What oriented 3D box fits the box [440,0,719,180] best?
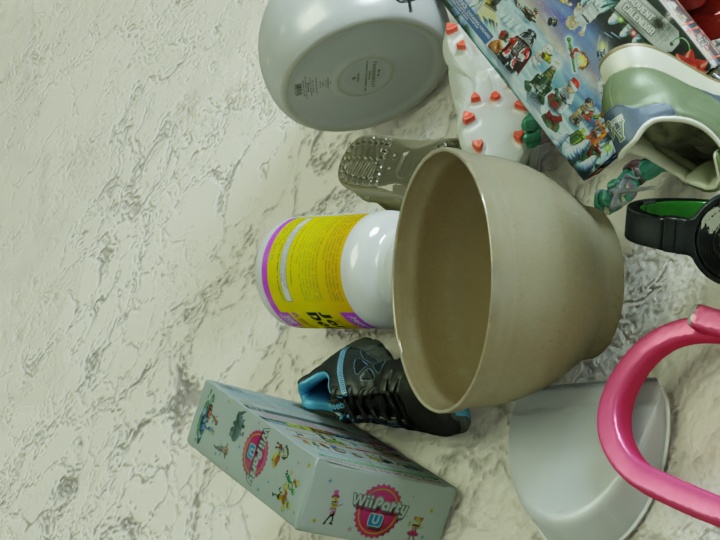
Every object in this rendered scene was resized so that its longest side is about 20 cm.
[{"bbox_3d":[0.159,-0.188,1.494,0.137,0.040,0.200,-42,82,28],"label":"box"}]

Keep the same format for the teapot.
[{"bbox_3d":[-0.013,-0.235,1.867,0.200,0.196,0.147,-40,52,30],"label":"teapot"}]

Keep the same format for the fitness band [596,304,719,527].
[{"bbox_3d":[0.257,0.105,1.406,0.199,0.037,0.145,21,81,42],"label":"fitness band"}]

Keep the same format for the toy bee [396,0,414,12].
[{"bbox_3d":[0.116,-0.262,1.785,0.108,0.132,0.201,14,46,18],"label":"toy bee"}]

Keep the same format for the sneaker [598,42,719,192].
[{"bbox_3d":[0.259,-0.089,1.418,0.067,0.198,0.091,126,156,-51],"label":"sneaker"}]

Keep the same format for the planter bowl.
[{"bbox_3d":[0.120,0.008,1.536,0.200,0.133,0.202,-179,90,-69],"label":"planter bowl"}]

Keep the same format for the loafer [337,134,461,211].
[{"bbox_3d":[0.072,-0.076,1.768,0.199,0.068,0.076,18,80,39],"label":"loafer"}]

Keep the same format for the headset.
[{"bbox_3d":[0.283,-0.012,1.421,0.199,0.123,0.095,9,102,37],"label":"headset"}]

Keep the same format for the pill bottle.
[{"bbox_3d":[0.000,0.000,1.775,0.199,0.104,0.105,-2,67,52],"label":"pill bottle"}]

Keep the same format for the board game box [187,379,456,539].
[{"bbox_3d":[-0.036,0.164,1.671,0.200,0.147,0.065,26,98,56],"label":"board game box"}]

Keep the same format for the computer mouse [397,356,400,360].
[{"bbox_3d":[0.092,0.072,1.671,0.199,0.034,0.059,-12,60,49],"label":"computer mouse"}]

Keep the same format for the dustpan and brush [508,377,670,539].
[{"bbox_3d":[0.165,0.186,1.495,0.139,0.057,0.202,-8,55,38],"label":"dustpan and brush"}]

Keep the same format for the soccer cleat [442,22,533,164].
[{"bbox_3d":[0.112,-0.138,1.710,0.069,0.078,0.201,-12,44,1],"label":"soccer cleat"}]

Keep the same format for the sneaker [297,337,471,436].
[{"bbox_3d":[0.021,0.110,1.682,0.199,0.081,0.074,8,117,60],"label":"sneaker"}]

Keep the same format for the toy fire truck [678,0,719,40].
[{"bbox_3d":[0.225,-0.275,1.575,0.166,0.113,0.201,6,47,16],"label":"toy fire truck"}]

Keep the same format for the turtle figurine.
[{"bbox_3d":[0.222,-0.115,1.565,0.199,0.100,0.151,26,99,37],"label":"turtle figurine"}]

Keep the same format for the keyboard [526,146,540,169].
[{"bbox_3d":[0.153,-0.173,1.672,0.057,0.011,0.201,-97,10,-45],"label":"keyboard"}]
